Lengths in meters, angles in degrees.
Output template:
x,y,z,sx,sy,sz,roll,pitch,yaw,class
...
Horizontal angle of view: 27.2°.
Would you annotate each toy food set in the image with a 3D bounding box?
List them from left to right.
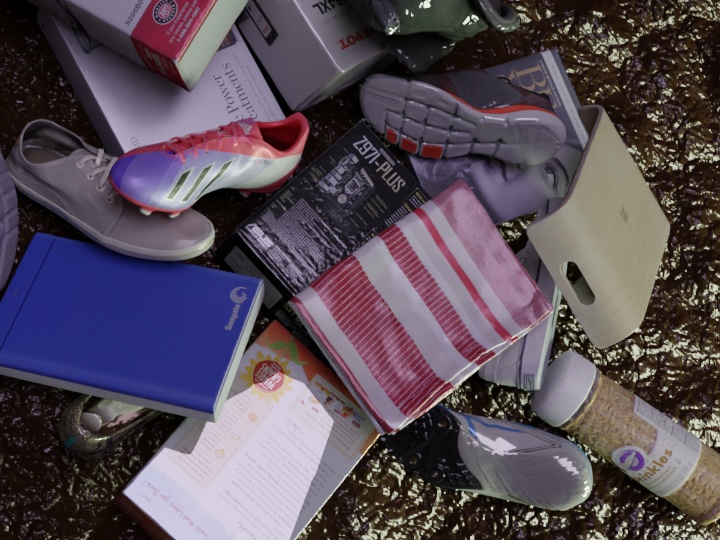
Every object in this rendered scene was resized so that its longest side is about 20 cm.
x,y,z,sx,sy,sz,roll,pitch,yaw,class
0.216,-0.044,1.367,0.144,0.060,0.200,56,37,-23,toy food set

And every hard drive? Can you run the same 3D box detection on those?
x,y,z,sx,sy,sz,roll,pitch,yaw,class
-0.192,0.043,1.201,0.199,0.025,0.132,12,53,9,hard drive

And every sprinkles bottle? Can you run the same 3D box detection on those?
x,y,z,sx,sy,sz,roll,pitch,yaw,class
0.253,0.153,1.364,0.200,0.068,0.068,34,66,-8,sprinkles bottle

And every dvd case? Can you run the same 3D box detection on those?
x,y,z,sx,sy,sz,roll,pitch,yaw,class
0.134,-0.122,1.431,0.199,0.016,0.149,-19,81,-24,dvd case

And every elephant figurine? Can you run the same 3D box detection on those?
x,y,z,sx,sy,sz,roll,pitch,yaw,class
0.075,-0.242,1.295,0.200,0.141,0.156,30,87,-41,elephant figurine

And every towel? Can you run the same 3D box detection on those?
x,y,z,sx,sy,sz,roll,pitch,yaw,class
0.055,0.029,1.260,0.200,0.023,0.144,-35,88,-25,towel

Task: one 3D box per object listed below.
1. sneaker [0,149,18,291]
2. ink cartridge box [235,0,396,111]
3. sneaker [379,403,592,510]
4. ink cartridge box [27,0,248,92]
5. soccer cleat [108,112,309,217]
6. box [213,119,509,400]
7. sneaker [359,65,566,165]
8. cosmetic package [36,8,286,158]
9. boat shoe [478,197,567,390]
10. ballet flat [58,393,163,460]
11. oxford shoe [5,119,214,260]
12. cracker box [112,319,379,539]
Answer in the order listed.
x,y,z,sx,sy,sz,roll,pitch,yaw,class
-0.350,-0.074,1.216,0.112,0.078,0.201,-4,100,13,sneaker
-0.047,-0.265,1.345,0.146,0.084,0.200,-34,91,-43,ink cartridge box
0.108,0.161,1.320,0.199,0.072,0.072,19,98,-2,sneaker
-0.193,-0.265,1.233,0.199,0.083,0.146,30,83,8,ink cartridge box
-0.122,-0.094,1.217,0.200,0.077,0.067,-10,51,-50,soccer cleat
0.000,0.000,1.307,0.200,0.086,0.164,47,65,-2,box
0.092,-0.154,1.391,0.199,0.077,0.082,13,44,-16,sneaker
-0.173,-0.172,1.317,0.150,0.052,0.201,-27,85,-22,cosmetic package
0.151,0.017,1.372,0.065,0.072,0.201,7,64,14,boat shoe
-0.162,0.084,1.230,0.200,0.075,0.068,-39,92,-25,ballet flat
-0.209,-0.067,1.226,0.199,0.058,0.075,27,41,16,oxford shoe
-0.090,0.160,1.244,0.134,0.058,0.200,43,65,-2,cracker box
